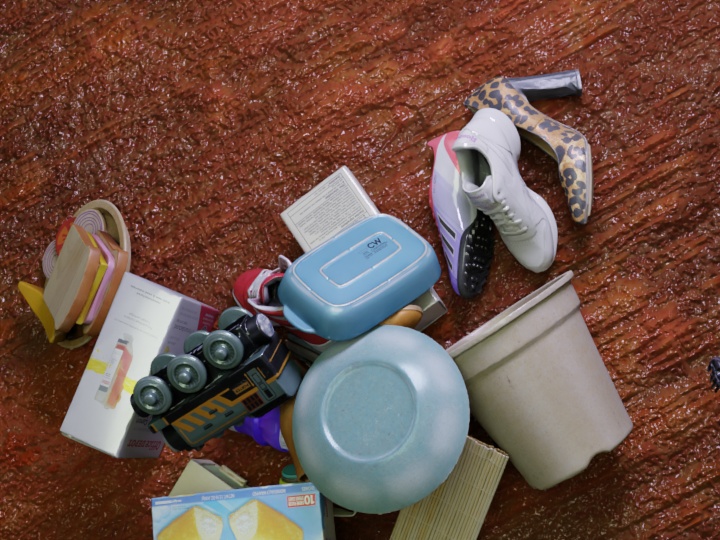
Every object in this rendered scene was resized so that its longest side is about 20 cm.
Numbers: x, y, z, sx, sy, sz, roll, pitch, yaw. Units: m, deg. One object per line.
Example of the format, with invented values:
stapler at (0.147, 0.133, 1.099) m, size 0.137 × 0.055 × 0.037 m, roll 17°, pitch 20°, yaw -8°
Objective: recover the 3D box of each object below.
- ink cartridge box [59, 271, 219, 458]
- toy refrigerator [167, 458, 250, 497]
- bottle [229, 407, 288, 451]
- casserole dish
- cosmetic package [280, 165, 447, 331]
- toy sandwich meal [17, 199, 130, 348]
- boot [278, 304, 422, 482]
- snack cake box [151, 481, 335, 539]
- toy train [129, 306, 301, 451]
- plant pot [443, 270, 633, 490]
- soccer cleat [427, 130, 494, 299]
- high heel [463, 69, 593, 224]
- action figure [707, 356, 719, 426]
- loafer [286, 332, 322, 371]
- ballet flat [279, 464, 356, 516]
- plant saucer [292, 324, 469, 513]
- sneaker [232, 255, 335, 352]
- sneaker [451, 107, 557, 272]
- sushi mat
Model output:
ink cartridge box at (-0.260, 0.118, 1.628) m, size 0.083 × 0.145 × 0.202 m, roll 22°, pitch 87°, yaw 14°
toy refrigerator at (-0.124, 0.299, 1.604) m, size 0.199 × 0.076 × 0.070 m, roll 31°, pitch 89°, yaw 16°
bottle at (-0.067, 0.181, 1.596) m, size 0.198 × 0.083 × 0.066 m, roll 7°, pitch 95°, yaw 30°
casserole dish at (0.000, 0.000, 1.497) m, size 0.199 × 0.039 × 0.121 m, roll -31°, pitch 54°, yaw -30°
cosmetic package at (0.005, -0.009, 1.617) m, size 0.103 × 0.087 × 0.201 m, roll -34°, pitch 75°, yaw 4°
toy sandwich meal at (-0.349, 0.003, 1.659) m, size 0.204 × 0.070 × 0.208 m, roll -20°, pitch 62°, yaw 44°
boot at (0.001, 0.139, 1.497) m, size 0.200 × 0.071 × 0.145 m, roll -29°, pitch 60°, yaw 14°
snack cake box at (-0.129, 0.304, 1.530) m, size 0.198 × 0.067 × 0.116 m, roll -8°, pitch 77°, yaw 10°
toy train at (-0.161, 0.126, 1.504) m, size 0.199 × 0.085 × 0.114 m, roll -33°, pitch 103°, yaw 22°
plant pot at (0.198, 0.132, 1.512) m, size 0.199 × 0.200 × 0.185 m, roll -33°, pitch 87°, yaw 6°
soccer cleat at (0.114, -0.066, 1.620) m, size 0.073 × 0.068 × 0.203 m, roll -4°, pitch 82°, yaw 32°
high heel at (0.198, -0.137, 1.599) m, size 0.141 × 0.072 × 0.202 m, roll -7°, pitch 67°, yaw 8°
action figure at (0.475, 0.115, 1.489) m, size 0.198 × 0.102 × 0.120 m, roll -10°, pitch 69°, yaw -16°
loafer at (-0.006, 0.137, 1.608) m, size 0.198 × 0.072 × 0.063 m, roll 23°, pitch 93°, yaw 13°
ballet flat at (0.002, 0.253, 1.596) m, size 0.198 × 0.067 × 0.068 m, roll -8°, pitch 101°, yaw 14°
plant saucer at (0.014, 0.150, 1.431) m, size 0.199 × 0.039 × 0.203 m, roll -6°, pitch 71°, yaw 18°
sneaker at (-0.105, 0.023, 1.589) m, size 0.199 × 0.112 × 0.072 m, roll 23°, pitch 76°, yaw 46°
sneaker at (0.158, -0.079, 1.566) m, size 0.074 × 0.100 × 0.201 m, roll -12°, pitch 111°, yaw 42°
sushi mat at (0.096, 0.261, 1.534) m, size 0.095 × 0.012 × 0.202 m, roll 24°, pitch 122°, yaw 13°
